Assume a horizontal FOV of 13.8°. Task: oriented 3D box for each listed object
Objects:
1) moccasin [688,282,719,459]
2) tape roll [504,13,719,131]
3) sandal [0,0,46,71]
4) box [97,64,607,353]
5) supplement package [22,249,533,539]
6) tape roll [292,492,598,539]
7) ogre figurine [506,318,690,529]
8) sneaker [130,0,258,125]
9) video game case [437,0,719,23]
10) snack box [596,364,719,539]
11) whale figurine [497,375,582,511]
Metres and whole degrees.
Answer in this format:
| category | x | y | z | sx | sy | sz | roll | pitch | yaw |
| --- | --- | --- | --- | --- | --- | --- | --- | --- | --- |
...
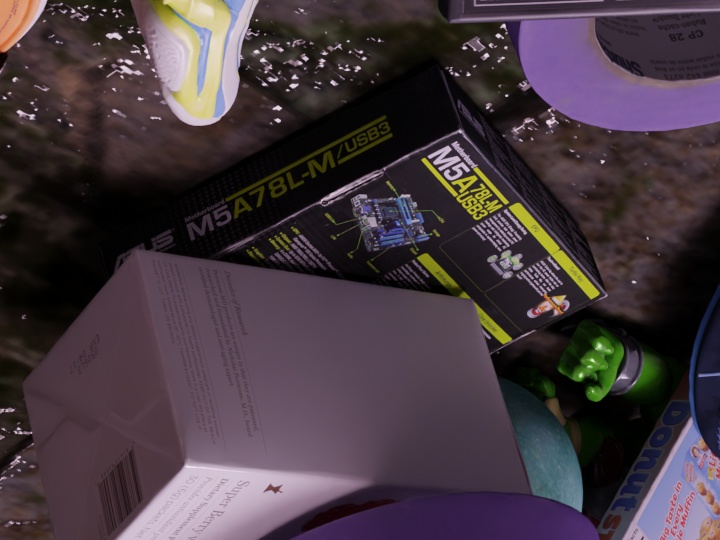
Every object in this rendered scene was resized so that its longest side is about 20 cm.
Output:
| category | x | y | z | sx | sy | sz | roll | pitch | yaw |
| --- | --- | --- | --- | --- | --- | --- | --- | --- | --- |
| moccasin | 0.225 | 0.024 | 1.556 | 0.080 | 0.068 | 0.201 | -8 | 126 | -29 |
| tape roll | 0.150 | -0.154 | 1.287 | 0.199 | 0.085 | 0.200 | -13 | 148 | -8 |
| sandal | -0.210 | -0.064 | 1.252 | 0.206 | 0.059 | 0.079 | -32 | 146 | 19 |
| box | 0.000 | 0.000 | 1.476 | 0.193 | 0.048 | 0.200 | -29 | 146 | 13 |
| supplement package | -0.040 | 0.082 | 1.425 | 0.199 | 0.120 | 0.121 | 8 | 141 | -34 |
| tape roll | 0.029 | 0.190 | 1.417 | 0.199 | 0.085 | 0.200 | -12 | 151 | -7 |
| ogre figurine | 0.135 | 0.120 | 1.674 | 0.119 | 0.098 | 0.201 | -1 | 100 | -35 |
| sneaker | -0.046 | -0.137 | 1.215 | 0.105 | 0.076 | 0.200 | -17 | 147 | -5 |
| video game case | 0.129 | -0.190 | 1.158 | 0.199 | 0.026 | 0.182 | -3 | 109 | -9 |
| snack box | 0.172 | 0.131 | 1.622 | 0.024 | 0.200 | 0.072 | 0 | 138 | 46 |
| whale figurine | 0.050 | 0.120 | 1.618 | 0.104 | 0.159 | 0.200 | -41 | 180 | -23 |
